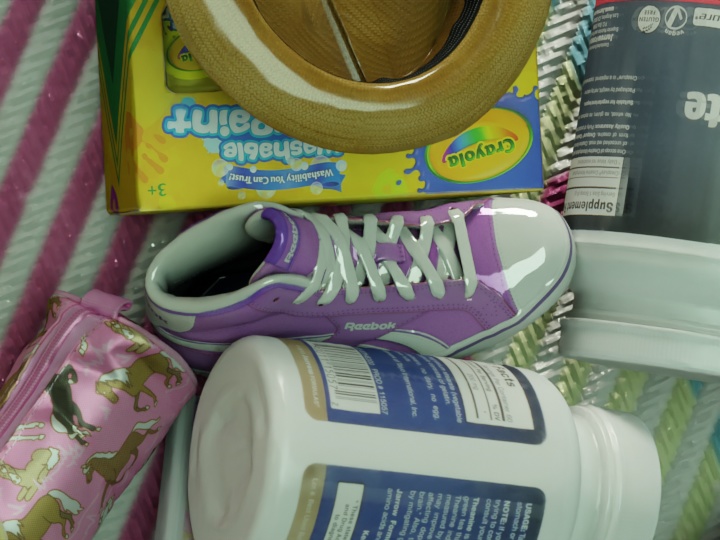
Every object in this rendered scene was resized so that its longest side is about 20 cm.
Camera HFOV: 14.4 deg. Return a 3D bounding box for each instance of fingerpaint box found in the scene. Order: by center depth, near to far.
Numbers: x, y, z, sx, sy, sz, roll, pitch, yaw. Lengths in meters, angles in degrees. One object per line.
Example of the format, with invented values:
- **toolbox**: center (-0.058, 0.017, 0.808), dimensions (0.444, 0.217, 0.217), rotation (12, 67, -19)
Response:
- **fingerpaint box**: center (-0.020, -0.113, 1.342), dimensions (0.199, 0.073, 0.167), rotation (-3, 91, -17)

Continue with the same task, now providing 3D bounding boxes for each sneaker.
- **sneaker**: center (0.000, 0.001, 1.297), dimensions (0.200, 0.114, 0.073), rotation (-14, 70, 1)

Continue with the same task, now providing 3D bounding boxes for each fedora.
- **fedora**: center (-0.010, -0.146, 1.265), dimensions (0.200, 0.082, 0.201), rotation (2, 83, -16)

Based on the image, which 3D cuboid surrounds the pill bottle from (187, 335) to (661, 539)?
- **pill bottle**: center (0.031, 0.094, 1.300), dimensions (0.199, 0.111, 0.111), rotation (8, 88, -23)

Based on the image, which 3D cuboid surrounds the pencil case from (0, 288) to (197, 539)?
- **pencil case**: center (-0.156, 0.104, 1.295), dimensions (0.083, 0.087, 0.200), rotation (36, 78, -6)

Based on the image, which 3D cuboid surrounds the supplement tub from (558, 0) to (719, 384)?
- **supplement tub**: center (0.170, -0.049, 1.367), dimensions (0.140, 0.140, 0.201), rotation (10, 87, -17)

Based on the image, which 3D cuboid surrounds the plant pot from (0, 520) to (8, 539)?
- **plant pot**: center (-0.278, 0.059, 1.199), dimensions (0.200, 0.176, 0.200), rotation (-25, 98, -5)

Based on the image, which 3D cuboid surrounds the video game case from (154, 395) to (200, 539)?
- **video game case**: center (-0.011, 0.165, 1.317), dimensions (0.182, 0.024, 0.200), rotation (17, 50, -16)
